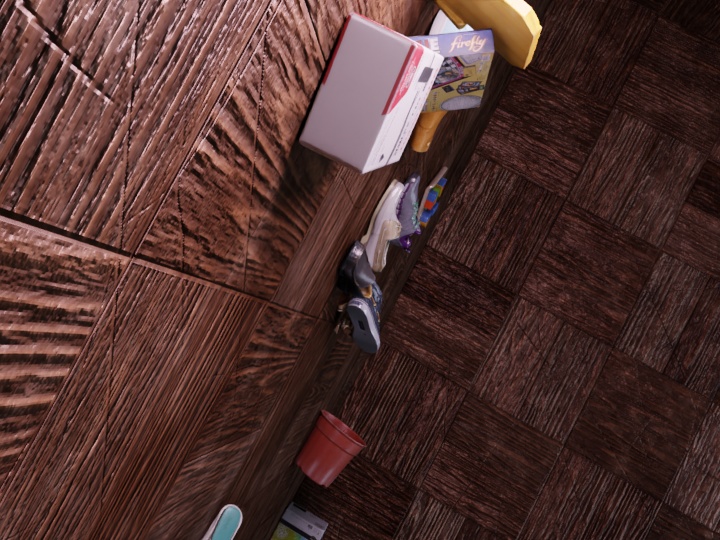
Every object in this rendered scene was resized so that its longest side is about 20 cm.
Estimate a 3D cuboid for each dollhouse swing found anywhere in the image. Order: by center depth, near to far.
[{"bbox_3d":[0.187,-0.400,0.968,0.184,0.174,0.200,-62,172,0],"label":"dollhouse swing"}]

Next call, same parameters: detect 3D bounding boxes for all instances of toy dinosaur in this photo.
[{"bbox_3d":[-0.019,0.107,1.817,0.103,0.057,0.200,-65,173,10],"label":"toy dinosaur"}]

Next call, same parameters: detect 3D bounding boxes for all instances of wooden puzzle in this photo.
[{"bbox_3d":[0.228,-0.221,2.423,0.186,0.046,0.202,-53,168,-55],"label":"wooden puzzle"}]

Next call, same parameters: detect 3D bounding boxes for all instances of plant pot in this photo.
[{"bbox_3d":[-0.114,0.625,2.576,0.196,0.200,0.201,-53,172,-3],"label":"plant pot"}]

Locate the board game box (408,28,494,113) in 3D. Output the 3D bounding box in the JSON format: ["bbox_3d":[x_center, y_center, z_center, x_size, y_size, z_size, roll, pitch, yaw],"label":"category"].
[{"bbox_3d":[0.114,-0.280,1.068,0.200,0.133,0.035,70,15,-81],"label":"board game box"}]

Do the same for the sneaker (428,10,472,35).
[{"bbox_3d":[0.162,-0.388,1.203,0.202,0.081,0.074,-59,171,-29],"label":"sneaker"}]

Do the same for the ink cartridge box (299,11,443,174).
[{"bbox_3d":[0.019,-0.201,0.856,0.146,0.083,0.200,-65,173,17],"label":"ink cartridge box"}]

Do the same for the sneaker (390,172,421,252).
[{"bbox_3d":[0.123,-0.140,1.801,0.075,0.086,0.202,-52,168,-52],"label":"sneaker"}]

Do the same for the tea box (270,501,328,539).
[{"bbox_3d":[-0.280,1.181,3.315,0.199,0.198,0.134,-62,173,0],"label":"tea box"}]

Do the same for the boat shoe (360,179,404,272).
[{"bbox_3d":[0.054,-0.092,1.564,0.202,0.068,0.075,-66,172,23],"label":"boat shoe"}]

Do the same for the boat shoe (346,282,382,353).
[{"bbox_3d":[0.023,0.110,1.770,0.092,0.070,0.202,-60,154,-33],"label":"boat shoe"}]

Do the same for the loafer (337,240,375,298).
[{"bbox_3d":[0.000,0.000,1.499,0.073,0.071,0.200,-59,171,-17],"label":"loafer"}]

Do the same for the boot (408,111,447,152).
[{"bbox_3d":[0.131,-0.289,1.378,0.201,0.070,0.146,-56,169,-74],"label":"boot"}]

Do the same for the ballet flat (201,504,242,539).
[{"bbox_3d":[-0.301,0.561,1.474,0.201,0.069,0.070,-59,172,-35],"label":"ballet flat"}]
